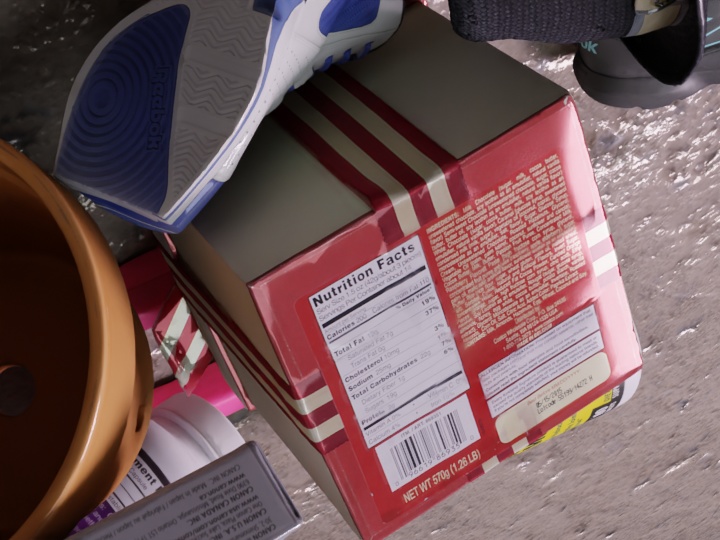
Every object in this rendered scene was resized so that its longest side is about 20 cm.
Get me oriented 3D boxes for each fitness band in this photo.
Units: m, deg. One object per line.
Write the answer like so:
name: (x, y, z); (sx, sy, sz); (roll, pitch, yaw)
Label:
fitness band: (-0.080, 0.034, 0.849); (0.199, 0.037, 0.144); (-23, 147, -14)

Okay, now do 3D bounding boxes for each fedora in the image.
fedora: (0.065, -0.149, 0.610); (0.091, 0.201, 0.201); (-21, 148, 1)

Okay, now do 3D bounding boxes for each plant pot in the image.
plant pot: (-0.177, 0.046, 0.652); (0.200, 0.200, 0.140); (-36, 165, 4)

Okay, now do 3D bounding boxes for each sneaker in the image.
sneaker: (0.211, -0.140, 0.810); (0.199, 0.076, 0.080); (-12, 131, 1)
sneaker: (-0.034, -0.100, 0.635); (0.200, 0.080, 0.115); (-63, 153, -3)

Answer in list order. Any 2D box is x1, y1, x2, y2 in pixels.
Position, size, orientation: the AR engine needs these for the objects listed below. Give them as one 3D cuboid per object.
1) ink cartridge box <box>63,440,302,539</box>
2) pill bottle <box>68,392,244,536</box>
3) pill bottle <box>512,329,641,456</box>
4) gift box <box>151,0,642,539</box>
ink cartridge box: (-0.139, 0.152, 0.612); (0.199, 0.044, 0.174); (-25, 167, -32)
pill bottle: (-0.148, 0.146, 0.783); (0.200, 0.112, 0.113); (-35, 154, -34)
pill bottle: (0.065, 0.067, 0.951); (0.199, 0.113, 0.113); (-22, 147, -17)
gift box: (0.000, 0.000, 0.715); (0.184, 0.187, 0.201); (-27, 127, -15)
